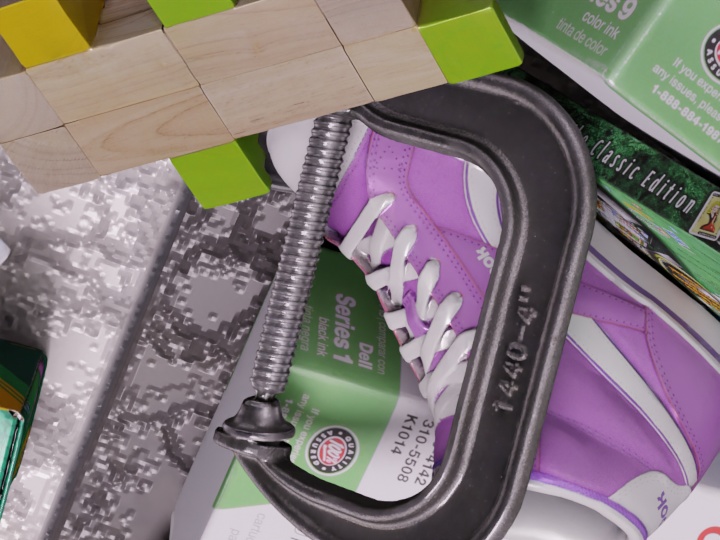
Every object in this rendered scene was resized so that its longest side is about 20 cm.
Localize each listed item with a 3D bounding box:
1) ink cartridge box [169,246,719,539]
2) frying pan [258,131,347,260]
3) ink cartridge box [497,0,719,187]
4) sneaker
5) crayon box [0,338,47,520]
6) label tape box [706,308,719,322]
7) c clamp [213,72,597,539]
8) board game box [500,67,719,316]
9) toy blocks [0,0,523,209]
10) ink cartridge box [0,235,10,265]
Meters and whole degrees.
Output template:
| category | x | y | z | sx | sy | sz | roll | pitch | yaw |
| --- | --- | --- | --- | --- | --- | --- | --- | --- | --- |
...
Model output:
| category | x | y | z | sx | sy | sz | roll | pitch | yaw |
| --- | --- | --- | --- | --- | --- | --- | --- | --- | --- |
| ink cartridge box | 0.041 | 0.092 | 1.061 | 0.200 | 0.084 | 0.146 | 17 | 123 | -10 |
| frying pan | -0.001 | -0.051 | 1.027 | 0.115 | 0.031 | 0.190 | -21 | 125 | 15 |
| ink cartridge box | 0.164 | -0.116 | 0.884 | 0.145 | 0.088 | 0.200 | 34 | 92 | -31 |
| sneaker | 0.034 | 0.020 | 0.964 | 0.200 | 0.114 | 0.073 | 35 | 147 | 4 |
| crayon box | -0.224 | 0.044 | 1.033 | 0.200 | 0.119 | 0.058 | 14 | 99 | -5 |
| label tape box | 0.233 | -0.022 | 1.014 | 0.200 | 0.066 | 0.143 | 2 | 117 | 0 |
| c clamp | 0.000 | 0.000 | 0.943 | 0.171 | 0.027 | 0.200 | 10 | 92 | 28 |
| board game box | 0.107 | -0.015 | 0.942 | 0.023 | 0.200 | 0.105 | -47 | 127 | -3 |
| toy blocks | -0.042 | -0.107 | 0.912 | 0.200 | 0.137 | 0.100 | -14 | 132 | 23 |
| ink cartridge box | -0.217 | -0.077 | 0.953 | 0.047 | 0.160 | 0.200 | -42 | 114 | -13 |
